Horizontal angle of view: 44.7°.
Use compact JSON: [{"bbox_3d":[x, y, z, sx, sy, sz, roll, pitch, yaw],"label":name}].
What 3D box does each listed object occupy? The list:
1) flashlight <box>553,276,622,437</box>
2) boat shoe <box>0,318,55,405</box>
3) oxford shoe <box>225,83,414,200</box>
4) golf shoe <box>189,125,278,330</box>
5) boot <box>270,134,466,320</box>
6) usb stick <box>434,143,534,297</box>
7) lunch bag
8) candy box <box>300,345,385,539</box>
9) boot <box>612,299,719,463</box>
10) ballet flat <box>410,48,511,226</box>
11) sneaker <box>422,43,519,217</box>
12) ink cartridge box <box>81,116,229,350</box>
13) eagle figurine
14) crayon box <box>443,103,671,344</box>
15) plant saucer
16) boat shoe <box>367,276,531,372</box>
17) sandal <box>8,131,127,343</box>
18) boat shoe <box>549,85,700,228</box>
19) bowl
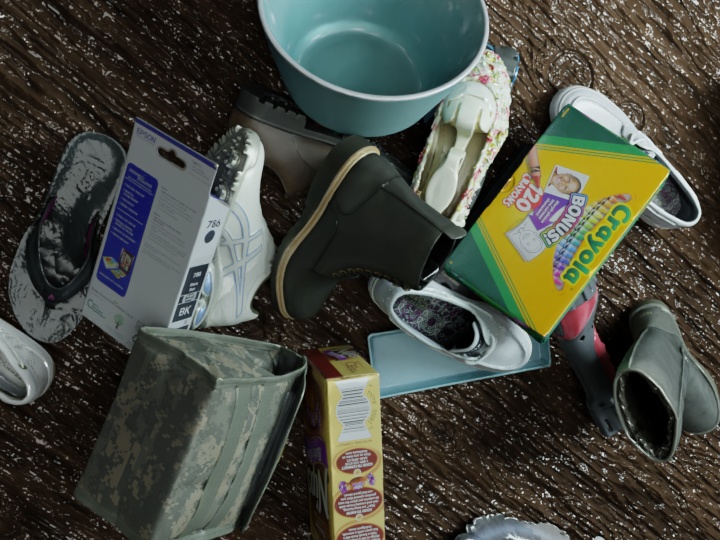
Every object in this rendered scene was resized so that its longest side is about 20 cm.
[{"bbox_3d":[0.247,0.079,0.929,0.068,0.068,0.200,-22,116,24],"label":"flashlight"},{"bbox_3d":[-0.362,0.050,0.764,0.200,0.069,0.071,33,92,-9],"label":"boat shoe"},{"bbox_3d":[-0.035,-0.102,0.840,0.200,0.073,0.084,22,108,-14],"label":"oxford shoe"},{"bbox_3d":[-0.113,-0.037,0.814,0.097,0.078,0.200,6,118,-32],"label":"golf shoe"},{"bbox_3d":[0.000,0.000,0.787,0.077,0.138,0.200,-24,147,-43],"label":"boot"},{"bbox_3d":[0.131,-0.042,0.902,0.055,0.033,0.200,39,88,-17],"label":"usb stick"},{"bbox_3d":[-0.129,0.147,0.789,0.118,0.200,0.164,27,97,26],"label":"lunch bag"},{"bbox_3d":[-0.018,0.184,0.854,0.056,0.117,0.200,-6,99,-14],"label":"candy box"},{"bbox_3d":[0.316,0.133,0.892,0.073,0.200,0.182,-31,99,22],"label":"boot"},{"bbox_3d":[0.091,-0.111,0.802,0.076,0.064,0.200,16,91,7],"label":"ballet flat"},{"bbox_3d":[0.092,-0.130,0.870,0.082,0.073,0.200,15,89,1],"label":"sneaker"},{"bbox_3d":[-0.177,-0.024,0.766,0.099,0.039,0.200,33,115,22],"label":"ink cartridge box"},{"bbox_3d":[0.199,0.351,0.947,0.200,0.151,0.152,-1,55,14],"label":"eagle figurine"},{"bbox_3d":[0.188,-0.044,0.846,0.119,0.058,0.200,37,88,14],"label":"crayon box"},{"bbox_3d":[0.105,0.083,0.922,0.200,0.019,0.070,-9,100,-12],"label":"plant saucer"},{"bbox_3d":[0.095,0.060,0.858,0.201,0.072,0.070,29,107,-25],"label":"boat shoe"},{"bbox_3d":[-0.268,-0.029,0.791,0.075,0.048,0.201,17,95,-15],"label":"sandal"},{"bbox_3d":[0.279,-0.114,0.911,0.072,0.069,0.200,-43,106,-5],"label":"boat shoe"},{"bbox_3d":[0.005,-0.200,0.785,0.201,0.105,0.201,4,61,-7],"label":"bowl"}]
